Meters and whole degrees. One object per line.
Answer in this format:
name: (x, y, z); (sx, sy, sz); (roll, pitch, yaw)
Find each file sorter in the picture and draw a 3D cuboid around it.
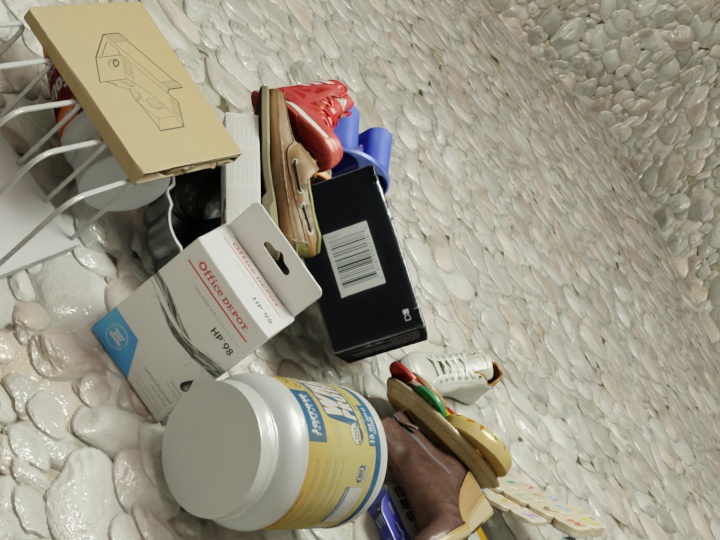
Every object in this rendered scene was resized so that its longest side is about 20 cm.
file sorter: (-0.328, -0.119, 1.072); (0.201, 0.124, 0.139); (54, 23, 1)

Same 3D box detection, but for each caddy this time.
caddy: (-0.048, -0.135, 1.516); (0.141, 0.199, 0.106); (30, 58, -36)

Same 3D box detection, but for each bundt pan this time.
bundt pan: (-0.163, -0.033, 1.281); (0.201, 0.075, 0.204); (31, 48, -41)

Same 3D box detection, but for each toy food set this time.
toy food set: (0.106, 0.196, 1.441); (0.198, 0.049, 0.200); (43, -9, 15)

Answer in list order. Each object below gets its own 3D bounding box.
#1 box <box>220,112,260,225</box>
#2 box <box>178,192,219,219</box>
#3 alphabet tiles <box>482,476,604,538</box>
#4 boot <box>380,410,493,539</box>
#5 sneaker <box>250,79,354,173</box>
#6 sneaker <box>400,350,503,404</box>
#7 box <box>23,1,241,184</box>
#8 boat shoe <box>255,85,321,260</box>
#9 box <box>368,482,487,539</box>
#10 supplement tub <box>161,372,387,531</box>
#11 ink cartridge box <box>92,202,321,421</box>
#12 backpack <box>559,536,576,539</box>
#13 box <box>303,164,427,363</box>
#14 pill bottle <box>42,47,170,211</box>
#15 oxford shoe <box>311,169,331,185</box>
box: (-0.129, -0.075, 1.239); (0.041, 0.039, 0.203); (3, 64, -15)
box: (-0.232, -0.121, 1.360); (0.199, 0.035, 0.111); (37, 30, -34)
alphabet tiles: (0.220, 0.301, 1.512); (0.198, 0.015, 0.195); (22, 4, 35)
boot: (0.059, 0.248, 1.306); (0.166, 0.073, 0.199); (46, 23, 14)
sneaker: (-0.045, -0.188, 1.372); (0.200, 0.114, 0.079); (43, -31, 48)
sneaker: (0.134, 0.137, 1.636); (0.199, 0.084, 0.073); (15, 46, -53)
box: (-0.223, -0.182, 1.147); (0.201, 0.021, 0.163); (56, 32, 7)
boat shoe: (-0.082, -0.108, 1.288); (0.072, 0.067, 0.203); (134, -48, -75)
box: (0.080, 0.310, 1.362); (0.199, 0.041, 0.120); (8, 51, -56)
supplement tub: (-0.080, 0.176, 1.111); (0.199, 0.144, 0.146); (16, 43, -55)
ink cartridge box: (-0.148, 0.039, 1.100); (0.116, 0.199, 0.067); (53, 25, 1)
backpack: (0.248, 0.421, 1.400); (0.180, 0.149, 0.200); (69, 16, 1)
box: (0.000, 0.000, 1.400); (0.200, 0.116, 0.199); (57, 16, -81)
pill bottle: (-0.266, -0.170, 1.212); (0.114, 0.114, 0.202); (23, 41, -49)
oxford shoe: (-0.108, -0.142, 1.426); (0.071, 0.198, 0.074); (43, 67, -49)
